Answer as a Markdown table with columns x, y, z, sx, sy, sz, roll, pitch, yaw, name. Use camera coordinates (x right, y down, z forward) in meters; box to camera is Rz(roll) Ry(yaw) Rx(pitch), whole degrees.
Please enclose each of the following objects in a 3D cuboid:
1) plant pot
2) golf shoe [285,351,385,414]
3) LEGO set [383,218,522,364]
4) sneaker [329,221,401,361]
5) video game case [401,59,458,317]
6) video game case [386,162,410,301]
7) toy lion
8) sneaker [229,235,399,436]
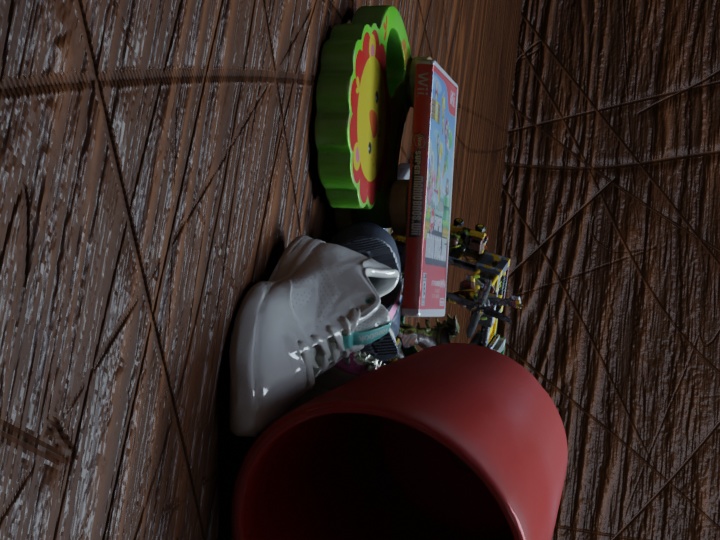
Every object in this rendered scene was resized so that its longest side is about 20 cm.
| x | y | z | sx | sy | sz | roll | pitch | yaw | name |
| --- | --- | --- | --- | --- | --- | --- | --- | --- | --- |
| 0.043 | 0.144 | 0.996 | 0.177 | 0.198 | 0.203 | -36 | 133 | -60 | plant pot |
| -0.029 | 0.092 | 1.141 | 0.092 | 0.075 | 0.200 | -62 | 173 | 0 | golf shoe |
| 0.062 | 0.062 | 1.411 | 0.116 | 0.152 | 0.202 | -48 | 157 | -53 | LEGO set |
| 0.000 | 0.000 | 1.262 | 0.201 | 0.069 | 0.083 | 91 | -1 | -61 | sneaker |
| 0.058 | -0.063 | 1.276 | 0.143 | 0.017 | 0.203 | 8 | 85 | -79 | video game case |
| 0.029 | -0.018 | 1.573 | 0.200 | 0.018 | 0.145 | -60 | 155 | -71 | video game case |
| 0.006 | -0.131 | 1.237 | 0.192 | 0.068 | 0.202 | 68 | 28 | -57 | toy lion |
| -0.026 | 0.038 | 1.002 | 0.201 | 0.087 | 0.076 | -63 | 158 | -55 | sneaker |
